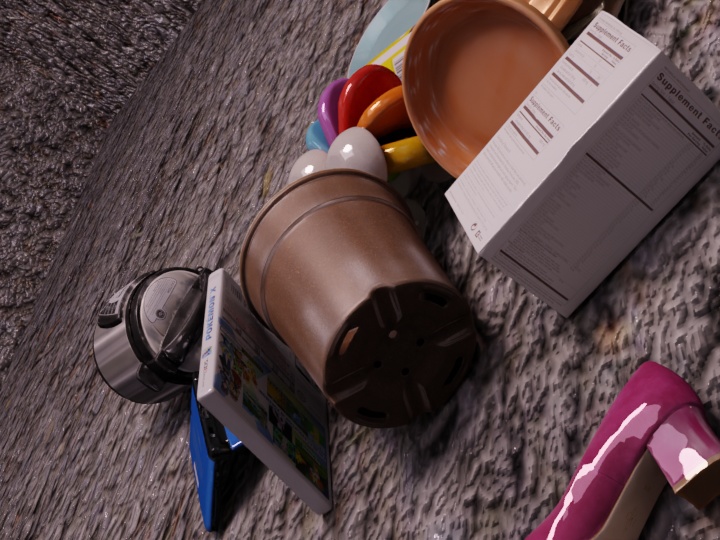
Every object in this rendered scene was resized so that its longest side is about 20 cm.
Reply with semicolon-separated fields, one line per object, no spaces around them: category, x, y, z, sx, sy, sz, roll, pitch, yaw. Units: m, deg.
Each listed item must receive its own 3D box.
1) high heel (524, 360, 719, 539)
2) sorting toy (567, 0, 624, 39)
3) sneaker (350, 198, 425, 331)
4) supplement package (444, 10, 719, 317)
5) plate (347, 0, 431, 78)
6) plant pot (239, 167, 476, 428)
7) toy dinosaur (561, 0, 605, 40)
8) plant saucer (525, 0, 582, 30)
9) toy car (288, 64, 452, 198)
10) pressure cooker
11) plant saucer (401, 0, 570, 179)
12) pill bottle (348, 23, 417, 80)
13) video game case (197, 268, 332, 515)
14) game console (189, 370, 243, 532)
high heel;0.145;0.149;0.596;0.200;0.067;0.096;-47;33;16
sorting toy;0.243;-0.316;0.979;0.202;0.036;0.184;-60;25;-13
sneaker;0.000;0.000;1.029;0.202;0.070;0.080;-56;23;7
supplement package;0.183;-0.086;0.737;0.200;0.113;0.110;-49;28;17
plate;0.050;-0.358;1.381;0.200;0.025;0.202;-43;29;30
plant pot;0.004;0.033;0.866;0.201;0.199;0.199;-53;34;10
toy dinosaur;0.179;-0.194;0.921;0.200;0.047;0.090;155;122;-64
plant saucer;0.167;-0.275;0.929;0.201;0.037;0.201;-49;20;24
toy car;0.008;-0.150;1.022;0.173;0.152;0.199;-20;1;-35
pressure cooker;-0.278;0.090;1.320;0.199;0.177;0.179;-28;73;46
plant saucer;0.129;-0.170;0.864;0.037;0.202;0.199;-37;8;-40
pill bottle;0.051;-0.223;1.133;0.199;0.109;0.111;-28;39;47
video game case;-0.093;0.121;0.918;0.022;0.201;0.184;-28;34;15
game console;-0.147;0.199;1.137;0.200;0.116;0.174;-127;40;-64
